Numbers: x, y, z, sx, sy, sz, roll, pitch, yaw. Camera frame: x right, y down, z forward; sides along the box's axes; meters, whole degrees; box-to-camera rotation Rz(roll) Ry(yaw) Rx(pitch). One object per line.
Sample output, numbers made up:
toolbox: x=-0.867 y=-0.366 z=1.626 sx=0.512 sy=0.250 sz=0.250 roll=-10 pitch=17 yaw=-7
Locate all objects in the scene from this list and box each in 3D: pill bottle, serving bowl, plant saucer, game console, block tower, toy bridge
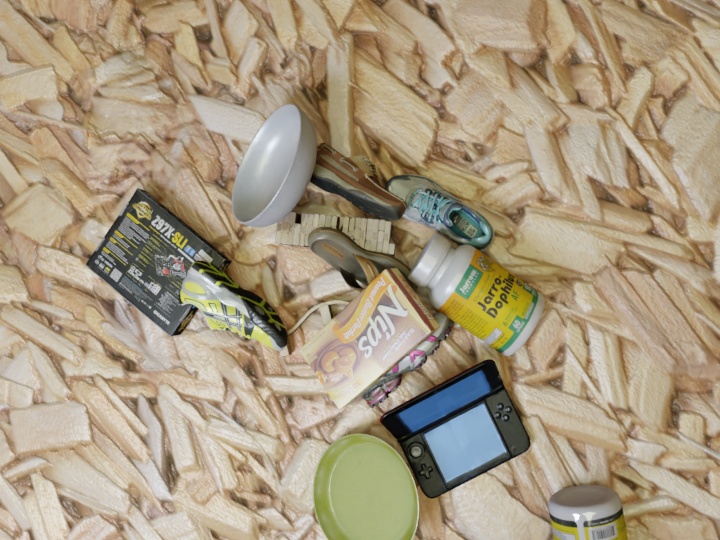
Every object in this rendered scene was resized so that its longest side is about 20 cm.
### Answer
pill bottle: x=0.358 y=0.446 z=1.032 sx=0.109 sy=0.112 sz=0.206 roll=-9 pitch=89 yaw=6
serving bowl: x=-0.128 y=-0.158 z=1.074 sx=0.065 sy=0.199 sz=0.204 roll=23 pitch=93 yaw=-33
plant saucer: x=0.011 y=0.364 z=1.082 sx=0.195 sy=0.031 sz=0.206 roll=-2 pitch=87 yaw=30
game console: x=0.153 y=0.253 z=1.053 sx=0.197 sy=0.119 sz=0.176 roll=-27 pitch=86 yaw=6
pill bottle: x=0.176 y=0.032 z=1.047 sx=0.198 sy=0.113 sz=0.114 roll=34 pitch=93 yaw=0
block tower: x=-0.038 y=-0.061 z=1.110 sx=0.194 sy=0.054 sz=0.060 roll=7 pitch=91 yaw=5
toy bridge: x=-0.053 y=0.087 z=1.123 sx=0.195 sy=0.027 sz=0.069 roll=-16 pitch=86 yaw=6

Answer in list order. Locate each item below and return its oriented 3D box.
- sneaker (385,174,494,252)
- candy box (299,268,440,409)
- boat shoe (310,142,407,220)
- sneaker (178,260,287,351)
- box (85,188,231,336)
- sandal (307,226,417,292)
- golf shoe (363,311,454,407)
sneaker: x=0.129 y=-0.100 z=1.076 sx=0.197 sy=0.086 sz=0.079 roll=28 pitch=91 yaw=5
candy box: x=0.012 y=0.106 z=1.040 sx=0.199 sy=0.055 sz=0.116 roll=-42 pitch=77 yaw=18
boat shoe: x=-0.008 y=-0.151 z=1.082 sx=0.197 sy=0.076 sz=0.075 roll=30 pitch=82 yaw=23
sneaker: x=-0.205 y=0.070 z=1.098 sx=0.198 sy=0.075 sz=0.077 roll=38 pitch=101 yaw=-1
box: x=-0.343 y=-0.013 z=1.145 sx=0.198 sy=0.049 sz=0.161 roll=37 pitch=91 yaw=5
sandal: x=0.000 y=0.000 z=1.071 sx=0.197 sy=0.055 sz=0.080 roll=28 pitch=137 yaw=-20
golf shoe: x=0.063 y=0.126 z=1.087 sx=0.199 sy=0.073 sz=0.093 roll=-42 pitch=84 yaw=4
